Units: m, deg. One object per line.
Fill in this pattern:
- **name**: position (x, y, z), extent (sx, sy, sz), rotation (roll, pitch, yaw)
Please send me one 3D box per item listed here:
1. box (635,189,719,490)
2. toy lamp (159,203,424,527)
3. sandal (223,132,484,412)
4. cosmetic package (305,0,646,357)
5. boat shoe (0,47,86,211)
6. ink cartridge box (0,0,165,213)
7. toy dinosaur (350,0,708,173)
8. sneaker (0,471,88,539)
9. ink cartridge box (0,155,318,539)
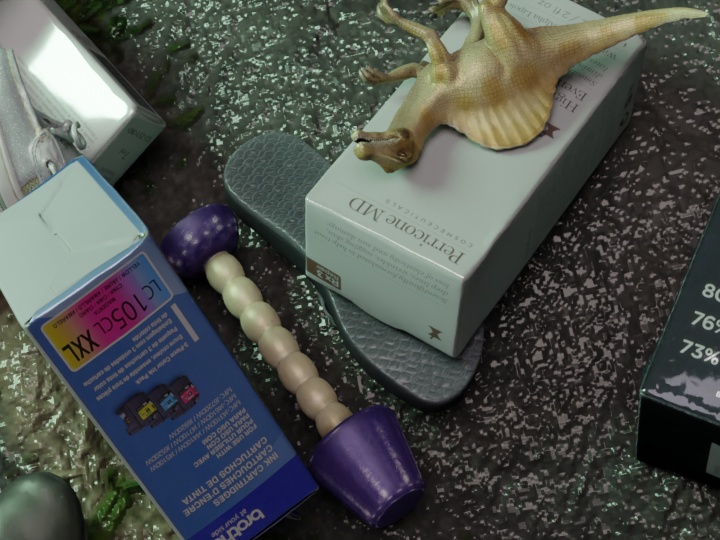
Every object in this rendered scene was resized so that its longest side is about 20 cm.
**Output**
- **box**: position (0.242, 0.020, 0.916), extent (0.147, 0.105, 0.201), rotation (21, 71, 16)
- **toy lamp**: position (-0.037, 0.051, 0.965), extent (0.058, 0.058, 0.200), rotation (-36, 68, -9)
- **sandal**: position (0.000, -0.001, 0.996), extent (0.076, 0.043, 0.200), rotation (-31, 61, -17)
- **cosmetic package**: position (0.063, -0.062, 0.969), extent (0.101, 0.074, 0.200), rotation (27, 56, 18)
- **boat shoe**: position (-0.158, -0.031, 0.974), extent (0.064, 0.074, 0.204), rotation (-24, 98, -10)
- **ink cartridge box**: position (-0.237, -0.091, 1.063), extent (0.174, 0.044, 0.200), rotation (-47, 68, 8)
- **toy dinosaur**: position (0.073, -0.114, 0.941), extent (0.199, 0.058, 0.102), rotation (-26, 73, -10)
- **sneaker**: position (-0.207, 0.189, 0.911), extent (0.075, 0.091, 0.201), rotation (22, 70, 18)
- **ink cartridge box**: position (-0.101, 0.057, 0.900), extent (0.076, 0.201, 0.136), rotation (-34, 29, -8)
